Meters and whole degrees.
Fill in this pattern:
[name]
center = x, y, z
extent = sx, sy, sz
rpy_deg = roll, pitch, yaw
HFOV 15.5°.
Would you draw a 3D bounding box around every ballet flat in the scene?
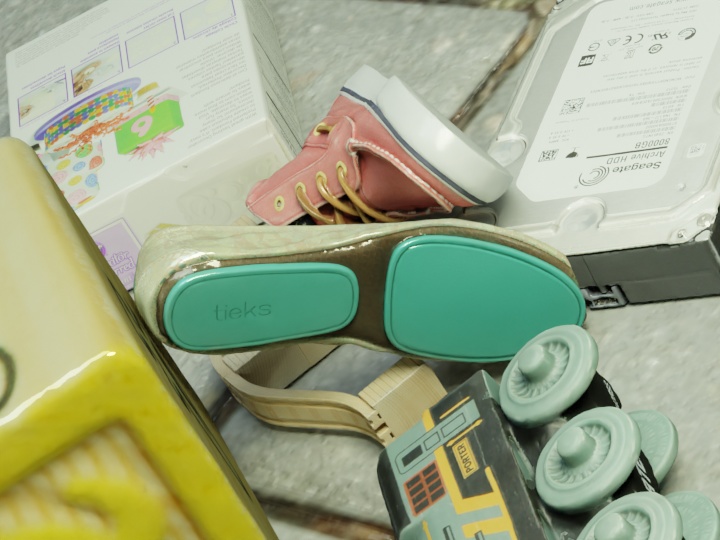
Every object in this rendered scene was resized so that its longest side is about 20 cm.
[ballet flat]
center = 0.000, 0.000, 1.140
extent = 0.199, 0.068, 0.062
rpy_deg = 2, 26, -17

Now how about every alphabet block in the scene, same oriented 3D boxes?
[alphabet block]
center = -0.151, 0.100, 1.086
extent = 0.195, 0.197, 0.200
rpy_deg = -34, 33, 0

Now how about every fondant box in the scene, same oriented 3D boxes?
[fondant box]
center = -0.111, -0.079, 1.410
extent = 0.144, 0.058, 0.200
rpy_deg = -26, 33, 8

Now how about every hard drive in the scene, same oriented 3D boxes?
[hard drive]
center = 0.128, -0.065, 1.218
extent = 0.139, 0.038, 0.201
rpy_deg = -7, 42, 34

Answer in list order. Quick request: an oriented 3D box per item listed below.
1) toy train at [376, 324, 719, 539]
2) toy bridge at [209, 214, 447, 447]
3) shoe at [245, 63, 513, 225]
[toy train]
center = 0.075, 0.107, 1.007
extent = 0.114, 0.085, 0.200
rpy_deg = -38, 34, 12
[toy bridge]
center = -0.034, 0.034, 1.229
extent = 0.067, 0.027, 0.200
rpy_deg = -39, 34, -9
[shoe]
center = 0.005, -0.037, 1.213
extent = 0.091, 0.071, 0.200
rpy_deg = -50, 14, 1
